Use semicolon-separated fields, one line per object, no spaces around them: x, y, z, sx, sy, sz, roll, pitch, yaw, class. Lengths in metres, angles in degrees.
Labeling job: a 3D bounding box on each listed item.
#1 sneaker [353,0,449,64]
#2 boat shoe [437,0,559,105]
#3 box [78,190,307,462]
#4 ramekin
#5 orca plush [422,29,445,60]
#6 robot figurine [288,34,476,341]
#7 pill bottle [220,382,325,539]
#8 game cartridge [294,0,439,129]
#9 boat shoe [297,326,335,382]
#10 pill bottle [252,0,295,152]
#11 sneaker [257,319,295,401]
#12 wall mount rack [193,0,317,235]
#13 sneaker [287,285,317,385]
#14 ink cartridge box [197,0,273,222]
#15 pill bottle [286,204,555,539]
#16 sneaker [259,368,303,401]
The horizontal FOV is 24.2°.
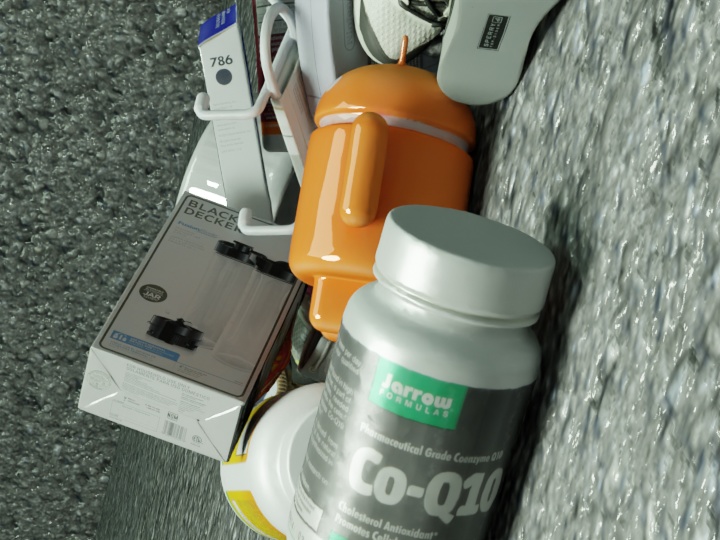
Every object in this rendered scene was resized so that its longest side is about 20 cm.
0.059;-0.210;1.112;0.201;0.075;0.088;-57;27;29;sneaker
0.088;-0.183;1.023;0.200;0.070;0.064;117;160;-58;boat shoe
-0.113;0.035;1.208;0.200;0.116;0.060;-65;-6;-52;box
-0.096;-0.068;1.553;0.200;0.097;0.202;22;-90;-79;ramekin
0.065;-0.252;1.198;0.105;0.071;0.201;-107;30;-67;orca plush
0.016;-0.050;1.127;0.116;0.143;0.202;-1;76;49;robot figurine
-0.030;0.136;1.174;0.200;0.110;0.112;151;130;-75;pill bottle
0.007;-0.196;1.206;0.041;0.133;0.201;17;118;40;game cartridge
0.000;0.000;1.267;0.072;0.068;0.201;-97;21;-57;boat shoe
-0.033;-0.202;1.402;0.114;0.113;0.202;-156;62;-78;pill bottle
-0.085;0.058;1.303;0.200;0.073;0.077;-61;-7;-51;sneaker
-0.061;-0.129;1.248;0.201;0.074;0.174;72;-154;-43;wall mount rack
-0.047;0.041;1.437;0.200;0.073;0.088;-121;50;-67;sneaker
-0.102;-0.133;1.339;0.100;0.039;0.201;-104;6;-73;ink cartridge box
0.034;0.073;0.921;0.113;0.112;0.201;-111;34;-69;pill bottle
-0.070;0.155;1.445;0.200;0.070;0.109;-86;17;-62;sneaker
